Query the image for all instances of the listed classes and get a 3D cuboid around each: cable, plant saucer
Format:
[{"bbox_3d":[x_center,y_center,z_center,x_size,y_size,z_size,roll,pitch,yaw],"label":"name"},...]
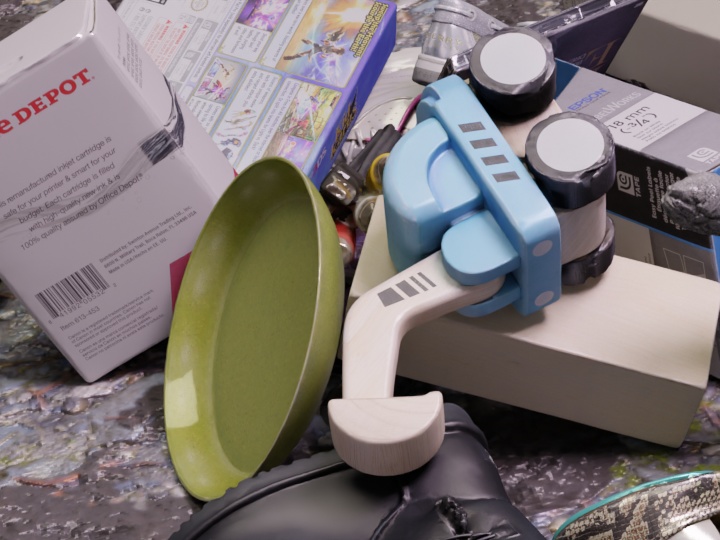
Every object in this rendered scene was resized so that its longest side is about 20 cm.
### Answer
[{"bbox_3d":[0.000,-0.039,1.444,0.050,0.097,0.200,36,10,2],"label":"cable"},{"bbox_3d":[-0.058,0.035,1.348,0.031,0.201,0.200,13,20,-26],"label":"plant saucer"}]

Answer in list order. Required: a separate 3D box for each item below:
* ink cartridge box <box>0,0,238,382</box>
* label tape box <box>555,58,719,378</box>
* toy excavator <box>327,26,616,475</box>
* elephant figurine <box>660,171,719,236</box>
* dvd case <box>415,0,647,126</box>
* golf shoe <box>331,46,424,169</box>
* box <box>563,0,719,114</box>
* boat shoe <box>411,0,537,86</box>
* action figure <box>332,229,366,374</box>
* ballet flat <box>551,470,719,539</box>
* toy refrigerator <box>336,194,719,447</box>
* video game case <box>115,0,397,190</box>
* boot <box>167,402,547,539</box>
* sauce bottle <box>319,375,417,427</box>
[{"bbox_3d":[-0.167,-0.053,1.457,0.145,0.200,0.084,-30,27,12],"label":"ink cartridge box"},{"bbox_3d":[0.163,-0.033,1.402,0.063,0.145,0.200,-31,34,-27],"label":"label tape box"},{"bbox_3d":[0.046,-0.005,1.244,0.200,0.100,0.195,-25,58,-10],"label":"toy excavator"},{"bbox_3d":[0.266,0.013,1.233,0.155,0.142,0.200,-15,-12,21],"label":"elephant figurine"},{"bbox_3d":[0.097,-0.108,1.535,0.148,0.200,0.016,-24,73,-22],"label":"dvd case"},{"bbox_3d":[-0.006,-0.096,1.644,0.200,0.076,0.092,-24,35,-18],"label":"golf shoe"},{"bbox_3d":[0.238,-0.168,1.682,0.082,0.069,0.200,-27,33,-25],"label":"box"},{"bbox_3d":[0.111,-0.149,1.635,0.074,0.065,0.202,19,11,38],"label":"boat shoe"},{"bbox_3d":[0.000,0.000,1.484,0.130,0.070,0.200,-2,26,30],"label":"action figure"},{"bbox_3d":[0.198,0.130,1.196,0.199,0.068,0.075,-17,46,-14],"label":"ballet flat"},{"bbox_3d":[0.093,0.030,1.316,0.199,0.070,0.076,14,52,2],"label":"toy refrigerator"},{"bbox_3d":[-0.092,-0.126,1.604,0.181,0.046,0.200,16,52,14],"label":"video game case"},{"bbox_3d":[0.004,0.166,1.180,0.200,0.077,0.168,-26,39,-4],"label":"boot"},{"bbox_3d":[0.044,0.015,1.394,0.065,0.065,0.200,14,61,37],"label":"sauce bottle"}]
